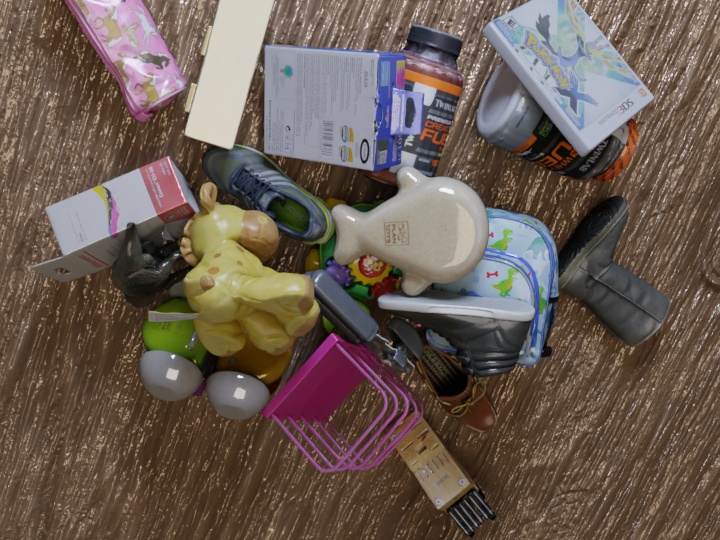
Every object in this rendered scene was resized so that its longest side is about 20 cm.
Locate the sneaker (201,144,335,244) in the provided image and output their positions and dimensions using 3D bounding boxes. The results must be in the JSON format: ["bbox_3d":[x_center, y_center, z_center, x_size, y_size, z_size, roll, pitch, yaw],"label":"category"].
[{"bbox_3d":[-0.121,-0.102,0.968,0.198,0.081,0.075,31,98,5],"label":"sneaker"}]

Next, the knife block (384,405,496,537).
[{"bbox_3d":[0.133,0.325,1.200,0.064,0.176,0.201,-37,67,0],"label":"knife block"}]

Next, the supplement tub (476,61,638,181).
[{"bbox_3d":[0.269,-0.201,1.022,0.198,0.123,0.124,19,102,-17],"label":"supplement tub"}]

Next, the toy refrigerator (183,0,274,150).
[{"bbox_3d":[-0.166,-0.261,0.930,0.069,0.076,0.202,14,104,-17],"label":"toy refrigerator"}]

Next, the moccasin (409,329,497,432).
[{"bbox_3d":[0.144,0.174,1.136,0.073,0.078,0.202,-35,111,0],"label":"moccasin"}]

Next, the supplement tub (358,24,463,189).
[{"bbox_3d":[0.070,-0.210,0.983,0.105,0.107,0.203,12,105,-16],"label":"supplement tub"}]

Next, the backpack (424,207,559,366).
[{"bbox_3d":[0.184,0.021,1.039,0.180,0.147,0.203,10,102,18],"label":"backpack"}]

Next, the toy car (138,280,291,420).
[{"bbox_3d":[-0.195,0.113,1.011,0.197,0.177,0.151,16,145,-4],"label":"toy car"}]

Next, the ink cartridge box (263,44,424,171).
[{"bbox_3d":[-0.020,-0.200,0.923,0.198,0.076,0.138,14,111,30],"label":"ink cartridge box"}]

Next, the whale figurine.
[{"bbox_3d":[0.064,-0.051,0.952,0.197,0.104,0.162,-4,97,13],"label":"whale figurine"}]

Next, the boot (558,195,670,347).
[{"bbox_3d":[0.403,0.006,1.147,0.199,0.073,0.183,31,112,-13],"label":"boot"}]

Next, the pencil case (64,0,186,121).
[{"bbox_3d":[-0.286,-0.282,0.892,0.086,0.083,0.201,-31,112,-2],"label":"pencil case"}]

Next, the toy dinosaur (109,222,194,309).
[{"bbox_3d":[-0.263,0.001,0.924,0.102,0.200,0.077,-37,86,-10],"label":"toy dinosaur"}]

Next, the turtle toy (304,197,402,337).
[{"bbox_3d":[0.000,0.000,1.036,0.144,0.101,0.203,15,103,-17],"label":"turtle toy"}]

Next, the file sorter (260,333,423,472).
[{"bbox_3d":[-0.010,0.191,1.026,0.139,0.200,0.125,-48,67,4],"label":"file sorter"}]

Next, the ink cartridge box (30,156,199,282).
[{"bbox_3d":[-0.305,-0.059,0.933,0.198,0.117,0.068,-24,81,-5],"label":"ink cartridge box"}]

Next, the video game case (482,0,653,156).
[{"bbox_3d":[0.271,-0.263,0.966,0.182,0.022,0.201,-35,85,-35],"label":"video game case"}]

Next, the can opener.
[{"bbox_3d":[0.006,0.061,0.985,0.200,0.053,0.067,46,61,-21],"label":"can opener"}]

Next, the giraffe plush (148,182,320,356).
[{"bbox_3d":[-0.152,-0.006,0.902,0.198,0.164,0.173,13,143,-29],"label":"giraffe plush"}]

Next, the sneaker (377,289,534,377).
[{"bbox_3d":[0.116,0.083,0.956,0.197,0.071,0.101,7,106,9],"label":"sneaker"}]
